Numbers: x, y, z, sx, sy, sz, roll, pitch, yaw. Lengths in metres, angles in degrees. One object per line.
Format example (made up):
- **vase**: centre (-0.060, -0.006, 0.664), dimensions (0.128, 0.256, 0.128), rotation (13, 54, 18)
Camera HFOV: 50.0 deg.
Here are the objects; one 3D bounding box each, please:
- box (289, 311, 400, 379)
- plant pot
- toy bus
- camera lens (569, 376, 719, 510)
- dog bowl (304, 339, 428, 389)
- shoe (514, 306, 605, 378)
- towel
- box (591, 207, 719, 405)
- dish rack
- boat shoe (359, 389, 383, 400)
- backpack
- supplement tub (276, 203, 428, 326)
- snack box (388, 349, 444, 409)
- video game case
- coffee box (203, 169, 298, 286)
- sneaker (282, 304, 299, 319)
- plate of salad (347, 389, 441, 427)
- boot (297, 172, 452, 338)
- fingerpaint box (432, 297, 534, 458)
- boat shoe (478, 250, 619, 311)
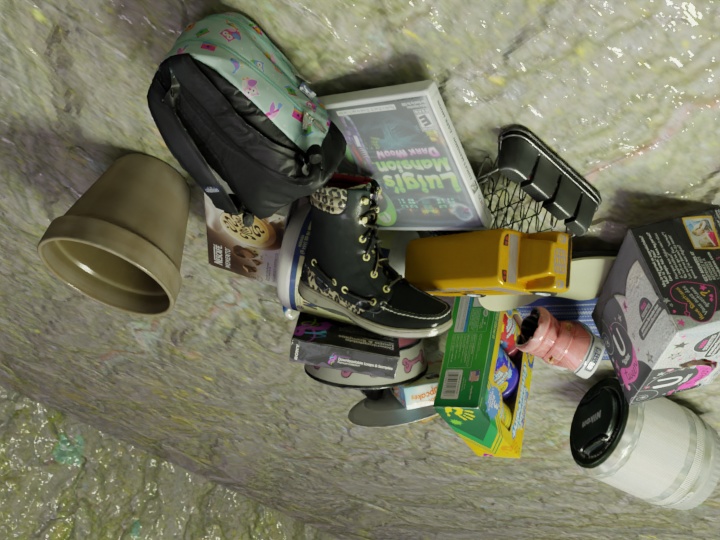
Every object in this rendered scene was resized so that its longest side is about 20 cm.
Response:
- **box**: centre (-0.019, 0.085, 1.058), dimensions (0.140, 0.037, 0.200), rotation (10, -166, -1)
- **plant pot**: centre (-0.323, -0.059, 1.089), dimensions (0.196, 0.176, 0.201), rotation (14, 151, 8)
- **toy bus**: centre (0.141, -0.008, 0.871), dimensions (0.077, 0.067, 0.198), rotation (11, 171, -35)
- **camera lens**: centre (0.445, 0.273, 1.221), dimensions (0.197, 0.163, 0.160), rotation (25, 151, -12)
- **dog bowl**: centre (0.009, 0.115, 1.203), dimensions (0.195, 0.076, 0.200), rotation (0, -167, 0)
- **shoe**: centre (0.251, 0.085, 1.017), dimensions (0.090, 0.073, 0.200), rotation (28, -177, 2)
- **towel**: centre (0.311, 0.077, 1.114), dimensions (0.142, 0.024, 0.200), rotation (-3, 146, 31)
- **box**: centre (0.354, 0.049, 0.879), dimensions (0.112, 0.134, 0.201), rotation (-13, 150, -3)
- **dish rack**: centre (0.160, -0.073, 0.906), dimensions (0.152, 0.055, 0.199), rotation (35, 150, -24)
- **boat shoe**: centre (-0.015, 0.163, 1.322), dimensions (0.199, 0.071, 0.064), rotation (29, 133, 61)
- **backpack**: centre (-0.126, -0.165, 0.820), dimensions (0.165, 0.128, 0.200), rotation (-26, 118, 40)
- **supplement tub**: centre (0.000, 0.000, 1.029), dimensions (0.196, 0.147, 0.146), rotation (13, 152, 10)
- **snack box**: centre (0.103, 0.171, 1.236), dimensions (0.114, 0.038, 0.200), rotation (-10, -174, -9)
- **video game case**: centre (0.032, -0.119, 0.866), dimensions (0.197, 0.024, 0.183), rotation (3, 135, 41)
- **coffee box**: centre (-0.149, -0.070, 1.065), dimensions (0.111, 0.081, 0.201), rotation (18, 151, -1)
- **sneaker**: centre (-0.034, 0.042, 1.195), dimensions (0.196, 0.078, 0.076), rotation (-3, 144, 29)
- **plate of salad**: centre (0.076, 0.223, 1.258), dimensions (0.197, 0.199, 0.049), rotation (-8, 101, 39)
- **boot**: centre (0.016, -0.018, 0.878), dimensions (0.200, 0.073, 0.157), rotation (17, 118, 27)
- **fingerpaint box**: centre (0.185, 0.139, 1.101), dimensions (0.072, 0.203, 0.167), rotation (-4, 144, 32)
- **boat shoe**: centre (0.245, 0.000, 0.974), dimensions (0.197, 0.064, 0.074), rotation (-10, 132, 19)
